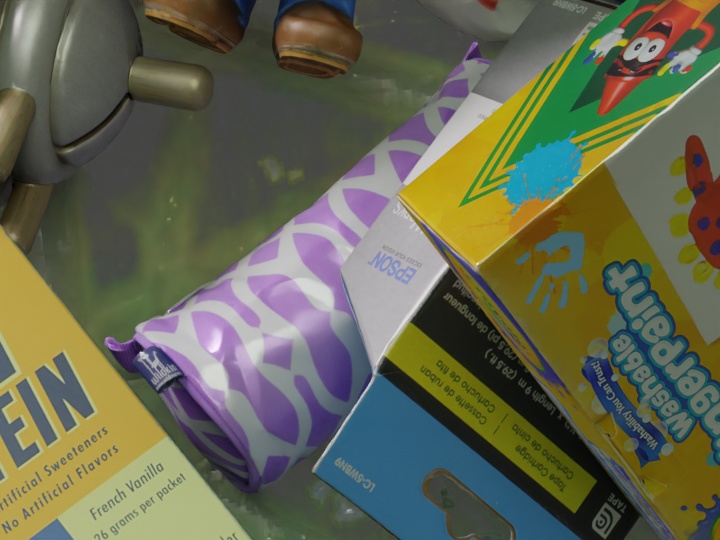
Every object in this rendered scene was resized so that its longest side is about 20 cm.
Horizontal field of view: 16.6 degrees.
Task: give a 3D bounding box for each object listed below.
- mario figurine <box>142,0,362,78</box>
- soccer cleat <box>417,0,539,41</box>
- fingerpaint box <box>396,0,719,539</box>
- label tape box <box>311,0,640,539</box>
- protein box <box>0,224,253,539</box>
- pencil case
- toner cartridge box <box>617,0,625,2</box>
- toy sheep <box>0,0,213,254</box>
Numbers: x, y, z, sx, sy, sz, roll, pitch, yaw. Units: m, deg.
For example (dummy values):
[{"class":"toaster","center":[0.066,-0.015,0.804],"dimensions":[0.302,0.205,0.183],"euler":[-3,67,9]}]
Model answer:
[{"class":"mario figurine","center":[-0.020,-0.179,0.902],"dimensions":[0.123,0.106,0.200],"euler":[16,85,-31]},{"class":"soccer cleat","center":[-0.004,-0.169,1.027],"dimensions":[0.200,0.078,0.069],"euler":[43,60,-9]},{"class":"fingerpaint box","center":[0.137,-0.001,0.854],"dimensions":[0.167,0.200,0.073],"euler":[-41,32,-2]},{"class":"label tape box","center":[0.069,0.018,0.916],"dimensions":[0.144,0.063,0.200],"euler":[41,82,-34]},{"class":"protein box","center":[-0.146,0.084,0.854],"dimensions":[0.135,0.200,0.199],"euler":[-37,76,-14]},{"class":"pencil case","center":[0.000,0.000,0.959],"dimensions":[0.200,0.084,0.085],"euler":[-37,53,-16]},{"class":"toner cartridge box","center":[0.102,-0.163,1.004],"dimensions":[0.200,0.043,0.095],"euler":[12,68,-21]},{"class":"toy sheep","center":[-0.154,-0.080,0.950],"dimensions":[0.200,0.138,0.138],"euler":[13,70,7]}]
